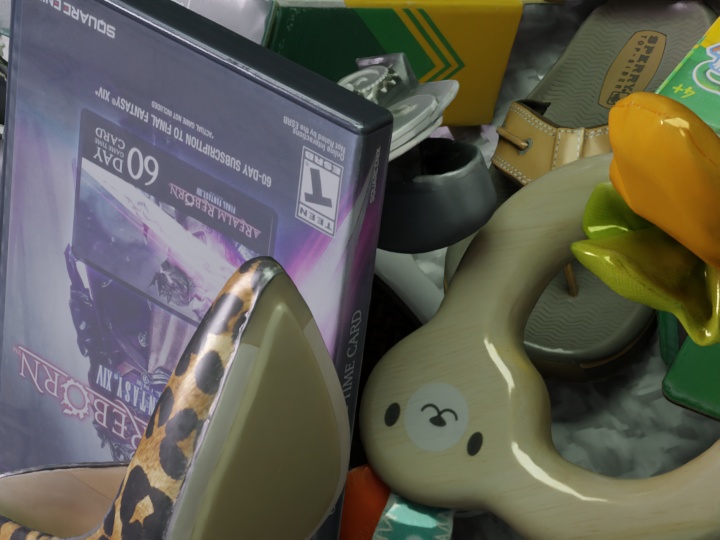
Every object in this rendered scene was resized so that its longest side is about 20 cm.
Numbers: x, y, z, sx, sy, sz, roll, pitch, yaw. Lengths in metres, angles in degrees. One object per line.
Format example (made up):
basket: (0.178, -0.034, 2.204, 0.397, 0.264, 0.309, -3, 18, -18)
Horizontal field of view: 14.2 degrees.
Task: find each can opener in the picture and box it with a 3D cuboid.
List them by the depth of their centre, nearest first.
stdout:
can opener: (-0.044, -0.026, 0.918, 0.199, 0.067, 0.053, -6, 27, 43)

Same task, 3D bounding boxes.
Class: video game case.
video game case: (-0.058, 0.015, 0.894, 0.143, 0.201, 0.019, 28, 35, 31)

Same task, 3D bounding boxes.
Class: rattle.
rattle: (0.039, 0.041, 0.842, 0.199, 0.131, 0.143, -25, -1, 14)

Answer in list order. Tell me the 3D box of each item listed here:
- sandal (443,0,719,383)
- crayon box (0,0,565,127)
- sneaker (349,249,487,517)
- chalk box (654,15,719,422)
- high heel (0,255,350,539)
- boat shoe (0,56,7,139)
sandal: (0.084, -0.042, 1.024, 0.081, 0.055, 0.200, 13, 49, 21)
crayon box: (-0.029, -0.093, 1.046, 0.125, 0.052, 0.200, 24, 17, 29)
sneaker: (0.000, 0.000, 0.987, 0.084, 0.073, 0.200, -15, 52, -46)
chalk box: (0.172, -0.024, 0.943, 0.124, 0.124, 0.200, 22, 53, 27)
high heel: (-0.074, 0.051, 0.861, 0.071, 0.201, 0.142, -20, 46, -36)
boat shoe: (-0.126, -0.028, 1.038, 0.072, 0.068, 0.200, -20, 45, -8)
